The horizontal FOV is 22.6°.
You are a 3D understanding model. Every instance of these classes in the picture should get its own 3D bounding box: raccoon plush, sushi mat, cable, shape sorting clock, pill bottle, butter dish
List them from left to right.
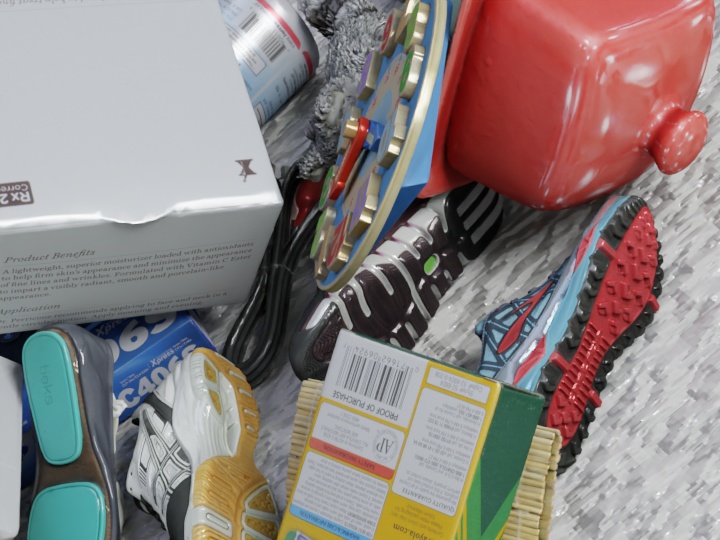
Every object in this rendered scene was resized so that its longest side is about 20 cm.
[{"bbox_3d":[-0.133,-0.130,1.393,0.200,0.109,0.108,-46,43,-15],"label":"pill bottle"},{"bbox_3d":[-0.050,-0.007,1.283,0.096,0.050,0.202,-18,53,25],"label":"cable"},{"bbox_3d":[-0.023,-0.132,1.299,0.133,0.098,0.199,-22,36,-32],"label":"raccoon plush"},{"bbox_3d":[0.008,-0.083,1.112,0.200,0.039,0.202,-165,90,-76],"label":"shape sorting clock"},{"bbox_3d":[0.032,0.126,1.075,0.199,0.012,0.097,8,92,41],"label":"sushi mat"},{"bbox_3d":[0.153,-0.115,1.127,0.199,0.201,0.148,-26,56,-37],"label":"butter dish"}]

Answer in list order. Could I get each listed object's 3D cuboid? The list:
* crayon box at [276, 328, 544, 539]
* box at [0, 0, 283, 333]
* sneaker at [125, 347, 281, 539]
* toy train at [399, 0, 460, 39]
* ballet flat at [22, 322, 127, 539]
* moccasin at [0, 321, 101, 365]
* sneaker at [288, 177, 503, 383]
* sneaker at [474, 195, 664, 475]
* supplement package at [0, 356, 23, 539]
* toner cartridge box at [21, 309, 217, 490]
[{"bbox_3d":[0.017,0.148,1.033,0.125,0.051,0.202,17,88,41],"label":"crayon box"},{"bbox_3d":[-0.179,-0.081,1.209,0.197,0.131,0.202,-7,60,-21],"label":"box"},{"bbox_3d":[-0.106,0.146,1.155,0.087,0.076,0.201,-36,35,21],"label":"sneaker"},{"bbox_3d":[0.070,-0.249,1.402,0.114,0.085,0.200,-45,41,2],"label":"toy train"},{"bbox_3d":[-0.181,0.135,1.187,0.072,0.073,0.202,-8,83,26],"label":"ballet flat"},{"bbox_3d":[-0.205,0.001,1.279,0.200,0.068,0.080,-46,41,-15],"label":"moccasin"},{"bbox_3d":[0.000,0.000,1.221,0.115,0.076,0.200,14,49,46],"label":"sneaker"},{"bbox_3d":[0.112,0.029,1.107,0.095,0.080,0.201,10,57,41],"label":"sneaker"},{"bbox_3d":[-0.350,0.137,1.165,0.200,0.190,0.148,-44,35,31],"label":"supplement package"},{"bbox_3d":[-0.206,0.078,1.290,0.199,0.043,0.095,-35,39,-1],"label":"toner cartridge box"}]
